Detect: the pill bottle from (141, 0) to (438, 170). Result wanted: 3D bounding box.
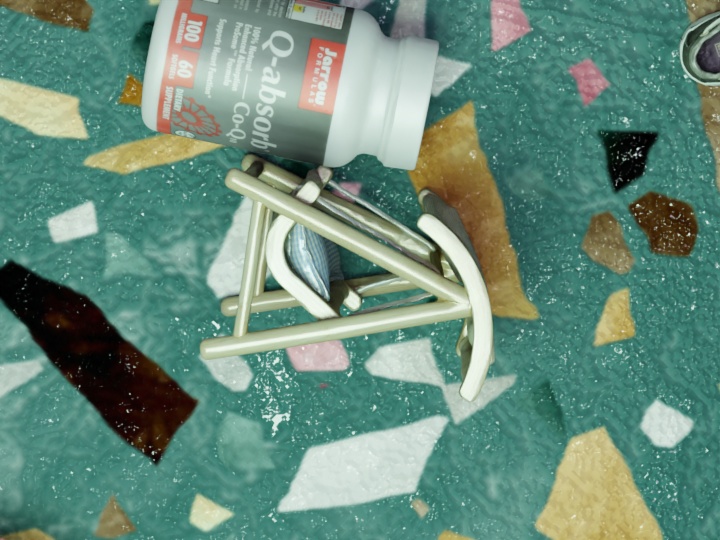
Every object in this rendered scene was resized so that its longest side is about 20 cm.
[{"bbox_3d":[-0.050,-0.139,1.649,0.199,0.116,0.117,11,97,0],"label":"pill bottle"}]

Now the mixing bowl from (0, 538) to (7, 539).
[{"bbox_3d":[-0.276,0.284,1.705,0.199,0.108,0.202,0,96,2],"label":"mixing bowl"}]

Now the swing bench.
[{"bbox_3d":[0.000,0.000,1.622,0.199,0.199,0.131,9,97,-1],"label":"swing bench"}]

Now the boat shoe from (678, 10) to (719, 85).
[{"bbox_3d":[0.328,-0.183,1.664,0.199,0.064,0.071,-25,96,4],"label":"boat shoe"}]
